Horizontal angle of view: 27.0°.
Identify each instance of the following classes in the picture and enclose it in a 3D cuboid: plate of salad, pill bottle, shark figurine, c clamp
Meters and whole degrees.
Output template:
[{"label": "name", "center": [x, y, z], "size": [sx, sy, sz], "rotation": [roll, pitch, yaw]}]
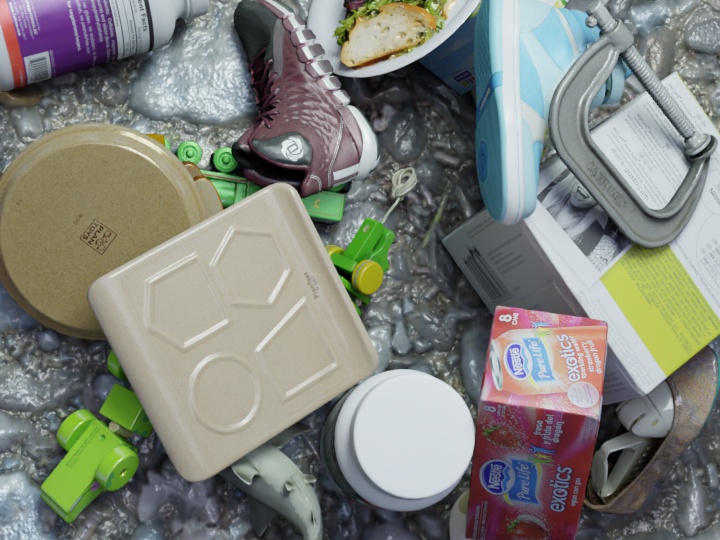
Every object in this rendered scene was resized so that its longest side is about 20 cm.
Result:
[{"label": "plate of salad", "center": [0.030, -0.258, 1.321], "size": [0.048, 0.199, 0.201], "rotation": [43, 72, -42]}, {"label": "pill bottle", "center": [0.030, 0.142, 1.245], "size": [0.113, 0.200, 0.115], "rotation": [1, 82, -6]}, {"label": "shark figurine", "center": [-0.075, 0.204, 1.269], "size": [0.128, 0.215, 0.090], "rotation": [-4, 126, -37]}, {"label": "c clamp", "center": [0.224, -0.125, 1.189], "size": [0.171, 0.027, 0.200], "rotation": [-49, 117, -22]}, {"label": "pill bottle", "center": [-0.236, -0.231, 1.285], "size": [0.199, 0.112, 0.113], "rotation": [-18, 87, -15]}]

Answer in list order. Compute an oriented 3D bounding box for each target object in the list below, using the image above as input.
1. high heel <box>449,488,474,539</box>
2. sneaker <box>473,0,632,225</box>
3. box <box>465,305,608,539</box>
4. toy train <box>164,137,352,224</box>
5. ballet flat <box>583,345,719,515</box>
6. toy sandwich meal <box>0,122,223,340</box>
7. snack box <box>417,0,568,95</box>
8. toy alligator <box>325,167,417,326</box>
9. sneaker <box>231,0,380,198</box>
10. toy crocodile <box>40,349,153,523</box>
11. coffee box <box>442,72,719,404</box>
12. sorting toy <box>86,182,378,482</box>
[{"label": "high heel", "center": [0.129, 0.268, 1.344], "size": [0.200, 0.071, 0.143], "rotation": [-45, 123, -31]}, {"label": "sneaker", "center": [0.160, -0.129, 1.196], "size": [0.130, 0.080, 0.201], "rotation": [4, 71, -11]}, {"label": "box", "center": [0.142, 0.134, 1.229], "size": [0.095, 0.201, 0.100], "rotation": [8, 49, 7]}, {"label": "toy train", "center": [-0.106, -0.078, 1.334], "size": [0.199, 0.042, 0.057], "rotation": [9, 91, -12]}, {"label": "ballet flat", "center": [0.248, 0.145, 1.314], "size": [0.067, 0.201, 0.068], "rotation": [1, 38, -27]}, {"label": "toy sandwich meal", "center": [-0.214, -0.037, 1.278], "size": [0.204, 0.070, 0.207], "rotation": [-1, 104, -5]}, {"label": "snack box", "center": [0.150, -0.268, 1.351], "size": [0.068, 0.169, 0.201], "rotation": [36, 77, -11]}, {"label": "toy alligator", "center": [0.000, 0.000, 1.341], "size": [0.200, 0.059, 0.054], "rotation": [-53, 136, -14]}, {"label": "sneaker", "center": [-0.079, -0.147, 1.305], "size": [0.115, 0.076, 0.200], "rotation": [-29, 73, -27]}, {"label": "toy crocodile", "center": [-0.196, 0.123, 1.270], "size": [0.067, 0.062, 0.201], "rotation": [31, 83, 25]}, {"label": "coffee box", "center": [0.225, -0.018, 1.319], "size": [0.197, 0.200, 0.201], "rotation": [-36, 90, -16]}, {"label": "sorting toy", "center": [-0.104, 0.050, 1.252], "size": [0.199, 0.036, 0.186], "rotation": [-30, 98, -22]}]
